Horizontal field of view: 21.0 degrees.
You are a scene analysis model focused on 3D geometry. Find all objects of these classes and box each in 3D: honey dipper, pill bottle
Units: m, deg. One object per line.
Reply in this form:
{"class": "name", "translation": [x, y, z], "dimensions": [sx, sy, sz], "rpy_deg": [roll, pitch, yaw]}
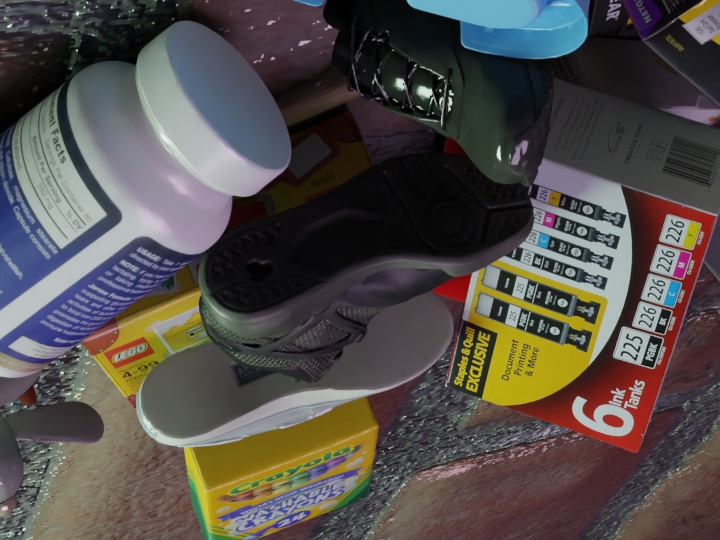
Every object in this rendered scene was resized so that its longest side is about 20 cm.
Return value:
{"class": "honey dipper", "translation": [-0.028, -0.093, 1.111], "dimensions": [0.199, 0.038, 0.038], "rpy_deg": [-24, 154, 7]}
{"class": "pill bottle", "translation": [-0.141, -0.038, 1.031], "dimensions": [0.199, 0.116, 0.115], "rpy_deg": [-34, 152, 23]}

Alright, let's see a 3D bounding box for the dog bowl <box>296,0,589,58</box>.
{"class": "dog bowl", "translation": [0.016, -0.157, 0.890], "dimensions": [0.198, 0.050, 0.112], "rpy_deg": [17, 165, 12]}

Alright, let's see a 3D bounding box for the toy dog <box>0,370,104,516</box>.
{"class": "toy dog", "translation": [-0.212, 0.081, 1.125], "dimensions": [0.131, 0.201, 0.097], "rpy_deg": [-8, 127, 20]}

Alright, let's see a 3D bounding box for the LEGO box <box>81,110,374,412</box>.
{"class": "LEGO box", "translation": [-0.072, 0.001, 1.205], "dimensions": [0.199, 0.078, 0.149], "rpy_deg": [-23, 155, 0]}

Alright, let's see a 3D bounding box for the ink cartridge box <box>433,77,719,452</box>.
{"class": "ink cartridge box", "translation": [0.118, -0.009, 1.181], "dimensions": [0.174, 0.084, 0.201], "rpy_deg": [18, 132, 9]}

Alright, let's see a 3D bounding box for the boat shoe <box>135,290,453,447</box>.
{"class": "boat shoe", "translation": [-0.042, 0.058, 1.184], "dimensions": [0.199, 0.071, 0.072], "rpy_deg": [-17, 171, -12]}

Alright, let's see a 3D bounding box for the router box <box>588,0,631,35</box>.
{"class": "router box", "translation": [0.192, -0.220, 1.022], "dimensions": [0.156, 0.053, 0.200], "rpy_deg": [-18, 154, -9]}

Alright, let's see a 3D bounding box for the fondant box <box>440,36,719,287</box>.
{"class": "fondant box", "translation": [0.144, -0.067, 1.272], "dimensions": [0.143, 0.059, 0.200], "rpy_deg": [-2, 148, -37]}

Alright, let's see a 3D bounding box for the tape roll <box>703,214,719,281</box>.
{"class": "tape roll", "translation": [0.298, -0.078, 1.288], "dimensions": [0.200, 0.066, 0.200], "rpy_deg": [-38, 169, -9]}

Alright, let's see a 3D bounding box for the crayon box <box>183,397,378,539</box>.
{"class": "crayon box", "translation": [-0.055, 0.129, 1.335], "dimensions": [0.125, 0.052, 0.200], "rpy_deg": [-20, 158, -10]}

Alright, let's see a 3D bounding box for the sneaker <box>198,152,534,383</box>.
{"class": "sneaker", "translation": [0.000, 0.000, 1.099], "dimensions": [0.198, 0.077, 0.114], "rpy_deg": [-22, 161, -17]}

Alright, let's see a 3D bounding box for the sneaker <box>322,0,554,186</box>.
{"class": "sneaker", "translation": [0.036, -0.100, 0.981], "dimensions": [0.090, 0.200, 0.077], "rpy_deg": [-2, 119, -18]}

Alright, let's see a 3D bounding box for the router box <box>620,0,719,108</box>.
{"class": "router box", "translation": [0.240, -0.155, 1.062], "dimensions": [0.149, 0.051, 0.200], "rpy_deg": [-33, 155, 19]}
